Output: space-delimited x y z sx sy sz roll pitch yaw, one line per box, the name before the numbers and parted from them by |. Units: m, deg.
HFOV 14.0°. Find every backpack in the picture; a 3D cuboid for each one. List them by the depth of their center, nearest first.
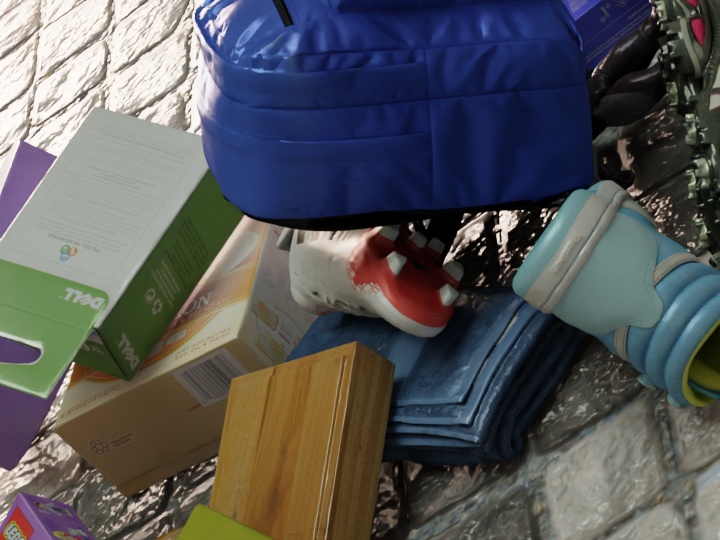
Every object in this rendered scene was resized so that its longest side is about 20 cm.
backpack | 0.008 -0.116 1.583 0.199 0.168 0.163 -10 21 -8

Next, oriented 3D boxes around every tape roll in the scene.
tape roll | -0.225 0.022 1.896 0.200 0.085 0.200 -62 10 19

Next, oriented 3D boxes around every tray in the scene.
tray | -0.041 0.143 1.568 0.098 0.037 0.201 -18 53 41

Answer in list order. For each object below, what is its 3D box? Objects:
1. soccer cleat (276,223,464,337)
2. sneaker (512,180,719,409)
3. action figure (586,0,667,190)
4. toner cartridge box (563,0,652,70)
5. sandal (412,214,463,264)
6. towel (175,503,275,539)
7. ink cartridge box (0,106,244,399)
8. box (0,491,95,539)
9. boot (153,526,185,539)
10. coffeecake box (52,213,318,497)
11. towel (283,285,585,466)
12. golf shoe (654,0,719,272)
soccer cleat | 0.000 0.000 1.641 0.085 0.069 0.200 -53 27 13
sneaker | 0.151 0.018 1.499 0.080 0.130 0.200 -58 -7 10
action figure | 0.143 -0.098 1.679 0.200 0.069 0.130 -36 35 24
toner cartridge box | 0.131 -0.156 1.795 0.200 0.043 0.095 -37 27 13
sandal | 0.051 -0.081 1.725 0.075 0.045 0.201 84 -157 -79
towel | -0.048 0.183 1.507 0.200 0.018 0.086 19 74 53
ink cartridge box | -0.162 0.002 1.754 0.104 0.059 0.200 17 61 31
box | -0.162 0.230 1.566 0.137 0.039 0.200 -60 40 14
boot | -0.164 0.183 1.686 0.201 0.071 0.144 -45 34 12
coffeecake box | -0.092 0.023 1.815 0.153 0.073 0.200 -27 31 31
towel | 0.031 0.055 1.633 0.200 0.049 0.112 -3 47 52
golf shoe | 0.209 -0.074 1.539 0.088 0.077 0.201 -6 54 0
